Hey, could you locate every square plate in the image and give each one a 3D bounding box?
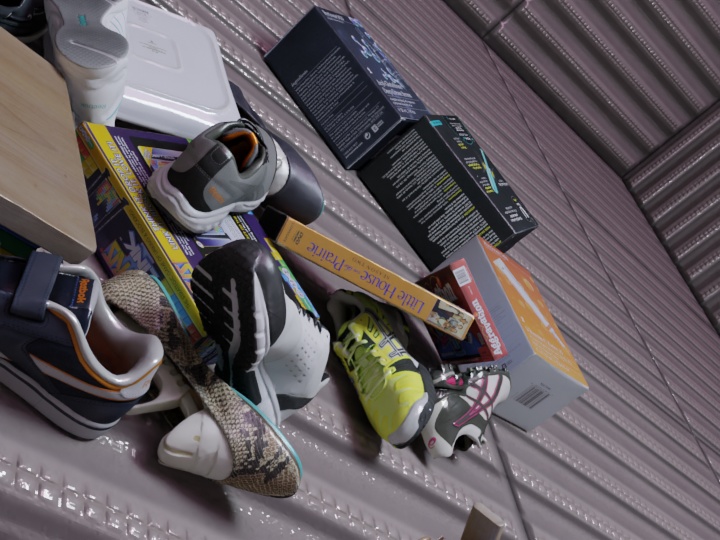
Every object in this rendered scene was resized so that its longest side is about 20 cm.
[{"bbox_3d":[-0.207,-0.207,0.976,0.199,0.028,0.199,14,40,-34],"label":"square plate"}]

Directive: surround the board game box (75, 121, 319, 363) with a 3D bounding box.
[{"bbox_3d":[-0.141,-0.021,0.828,0.200,0.057,0.165,56,24,16],"label":"board game box"}]

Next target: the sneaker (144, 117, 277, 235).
[{"bbox_3d":[-0.102,-0.090,0.836,0.074,0.079,0.200,45,21,-6],"label":"sneaker"}]

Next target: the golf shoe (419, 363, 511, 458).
[{"bbox_3d":[0.102,0.144,1.044,0.200,0.077,0.089,6,67,-58],"label":"golf shoe"}]

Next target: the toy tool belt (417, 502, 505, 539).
[{"bbox_3d":[0.085,0.273,0.691,0.125,0.123,0.200,22,35,-50],"label":"toy tool belt"}]

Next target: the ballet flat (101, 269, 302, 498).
[{"bbox_3d":[-0.126,0.086,0.685,0.075,0.068,0.200,-24,68,-46],"label":"ballet flat"}]

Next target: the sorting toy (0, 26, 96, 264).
[{"bbox_3d":[-0.278,-0.104,0.649,0.200,0.069,0.199,37,22,-46],"label":"sorting toy"}]

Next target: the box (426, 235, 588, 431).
[{"bbox_3d":[0.175,0.076,1.242,0.124,0.097,0.200,31,28,-41],"label":"box"}]

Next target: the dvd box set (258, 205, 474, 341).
[{"bbox_3d":[0.000,0.000,0.970,0.199,0.029,0.146,28,1,-14],"label":"dvd box set"}]

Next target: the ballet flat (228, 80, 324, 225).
[{"bbox_3d":[-0.116,-0.124,1.036,0.200,0.073,0.073,51,20,21],"label":"ballet flat"}]

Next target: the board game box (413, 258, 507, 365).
[{"bbox_3d":[0.098,0.049,1.069,0.200,0.019,0.103,142,-75,-79],"label":"board game box"}]

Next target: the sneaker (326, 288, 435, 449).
[{"bbox_3d":[0.010,0.090,0.941,0.076,0.076,0.200,29,18,-27],"label":"sneaker"}]

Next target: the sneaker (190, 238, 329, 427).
[{"bbox_3d":[-0.064,0.039,0.707,0.074,0.080,0.200,45,-25,26],"label":"sneaker"}]

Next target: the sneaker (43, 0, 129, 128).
[{"bbox_3d":[-0.232,-0.186,0.854,0.070,0.081,0.201,1,37,-14],"label":"sneaker"}]

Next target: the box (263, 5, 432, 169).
[{"bbox_3d":[-0.011,-0.249,1.403,0.200,0.107,0.148,53,22,9],"label":"box"}]

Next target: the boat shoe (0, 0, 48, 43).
[{"bbox_3d":[-0.303,-0.236,0.838,0.075,0.066,0.199,48,24,2],"label":"boat shoe"}]

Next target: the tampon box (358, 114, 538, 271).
[{"bbox_3d":[0.124,-0.097,1.392,0.200,0.126,0.150,54,22,8],"label":"tampon box"}]

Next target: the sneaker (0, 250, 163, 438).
[{"bbox_3d":[-0.207,0.018,0.599,0.200,0.079,0.079,37,25,-27],"label":"sneaker"}]
